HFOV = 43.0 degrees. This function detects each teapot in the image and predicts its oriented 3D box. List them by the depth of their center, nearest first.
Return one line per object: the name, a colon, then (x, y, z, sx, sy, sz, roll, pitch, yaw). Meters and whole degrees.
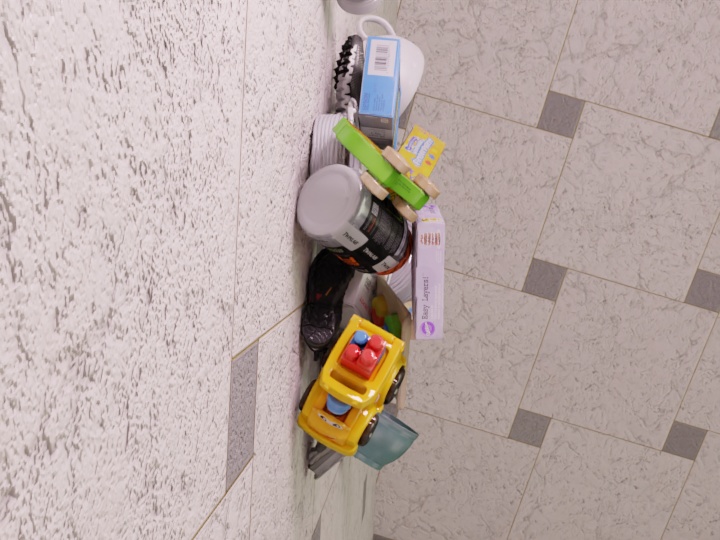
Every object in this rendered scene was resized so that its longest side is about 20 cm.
teapot: (0.026, -0.394, 1.823, 0.199, 0.145, 0.200, -59, -160, 13)

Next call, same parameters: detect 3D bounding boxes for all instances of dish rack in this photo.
dish rack: (-0.030, 0.283, 1.718, 0.172, 0.043, 0.201, -45, -169, 34)

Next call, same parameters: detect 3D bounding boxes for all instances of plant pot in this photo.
plant pot: (0.035, 0.431, 2.377, 0.135, 0.199, 0.200, -58, 173, -4)

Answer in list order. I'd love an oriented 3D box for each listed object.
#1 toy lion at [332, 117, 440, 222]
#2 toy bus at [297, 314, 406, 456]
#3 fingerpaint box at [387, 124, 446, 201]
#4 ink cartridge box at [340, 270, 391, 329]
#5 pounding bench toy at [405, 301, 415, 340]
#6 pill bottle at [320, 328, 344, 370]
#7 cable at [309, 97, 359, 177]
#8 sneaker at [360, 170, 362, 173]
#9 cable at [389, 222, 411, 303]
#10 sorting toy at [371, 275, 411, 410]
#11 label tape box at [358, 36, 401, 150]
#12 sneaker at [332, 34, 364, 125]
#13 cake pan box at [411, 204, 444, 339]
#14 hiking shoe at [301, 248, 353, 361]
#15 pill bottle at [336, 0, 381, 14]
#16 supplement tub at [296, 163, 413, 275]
toy lion: (0.021, -0.169, 1.380, 0.069, 0.192, 0.200, -47, 154, 8)
toy bus: (-0.010, 0.176, 1.472, 0.201, 0.135, 0.192, -59, 172, -20)
fingerpaint box: (0.062, -0.137, 1.610, 0.168, 0.073, 0.201, -57, -178, 37)
ink cartridge box: (0.000, 0.000, 1.745, 0.146, 0.084, 0.202, 58, 49, -61)
pounding bench toy: (0.033, 0.122, 2.430, 0.155, 0.198, 0.126, -9, 103, -52)
pill bottle: (-0.016, 0.155, 1.871, 0.201, 0.109, 0.112, -78, 170, -61)
cable: (-0.045, -0.164, 1.548, 0.201, 0.068, 0.202, 87, 10, -56)
sneaker: (-0.024, -0.122, 1.823, 0.087, 0.073, 0.203, 67, 26, -68)
cable: (0.050, -0.024, 1.876, 0.201, 0.199, 0.069, -57, 147, -7)
sorting toy: (0.049, 0.127, 1.670, 0.200, 0.036, 0.188, -119, -151, -62)
label tape box: (0.037, -0.300, 1.626, 0.200, 0.062, 0.146, 81, 15, -75)
sneaker: (-0.003, -0.332, 1.702, 0.066, 0.089, 0.203, -167, -99, -65)
cake pan box: (0.110, 0.002, 1.522, 0.184, 0.051, 0.203, -74, 164, -78)
hiking shoe: (-0.062, 0.051, 1.568, 0.101, 0.075, 0.202, 102, 5, -59)
pill bottle: (-0.006, -0.515, 1.480, 0.201, 0.109, 0.113, 84, 11, -62)
supplement tub: (-0.002, -0.072, 1.426, 0.200, 0.121, 0.124, 36, 54, -53)
